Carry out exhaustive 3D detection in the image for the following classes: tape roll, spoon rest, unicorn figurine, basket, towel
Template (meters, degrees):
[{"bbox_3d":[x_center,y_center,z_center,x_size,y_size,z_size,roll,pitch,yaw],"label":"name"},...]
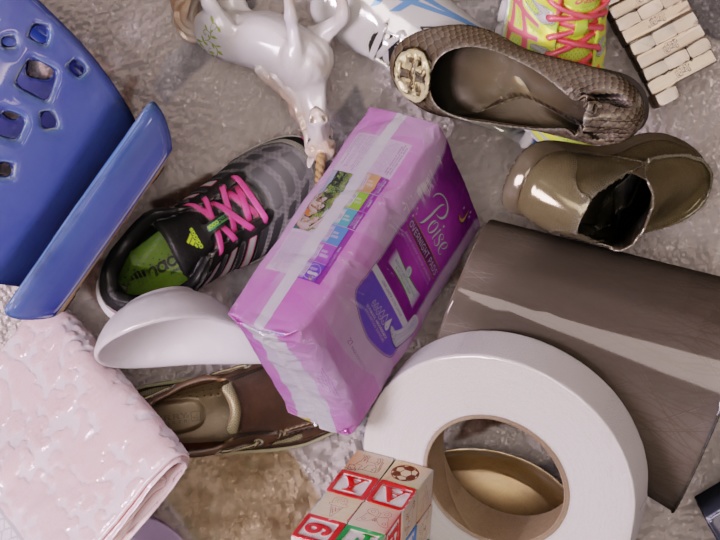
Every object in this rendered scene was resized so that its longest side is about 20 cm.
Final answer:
[{"bbox_3d":[0.100,0.137,1.445,0.201,0.037,0.204,12,121,20],"label":"tape roll"},{"bbox_3d":[-0.092,0.040,1.475,0.199,0.099,0.061,-12,71,-24],"label":"spoon rest"},{"bbox_3d":[-0.061,-0.162,1.487,0.200,0.074,0.138,37,134,35],"label":"unicorn figurine"},{"bbox_3d":[0.162,0.052,1.467,0.199,0.136,0.181,23,120,7],"label":"basket"},{"bbox_3d":[-0.233,0.143,1.491,0.191,0.032,0.200,-49,52,4],"label":"towel"}]

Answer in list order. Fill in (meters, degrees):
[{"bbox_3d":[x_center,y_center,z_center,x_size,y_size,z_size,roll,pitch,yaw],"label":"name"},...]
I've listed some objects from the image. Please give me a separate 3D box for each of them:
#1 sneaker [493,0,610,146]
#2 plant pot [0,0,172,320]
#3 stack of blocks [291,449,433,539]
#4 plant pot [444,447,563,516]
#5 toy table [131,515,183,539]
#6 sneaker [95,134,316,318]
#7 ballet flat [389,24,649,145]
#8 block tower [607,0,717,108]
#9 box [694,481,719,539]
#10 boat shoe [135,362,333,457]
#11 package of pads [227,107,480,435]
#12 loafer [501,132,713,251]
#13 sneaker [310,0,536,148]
[{"bbox_3d":[0.137,-0.175,1.423,0.078,0.090,0.201,-12,99,-18],"label":"sneaker"},{"bbox_3d":[-0.241,-0.078,1.453,0.179,0.200,0.201,35,86,-6],"label":"plant pot"},{"bbox_3d":[0.000,0.243,1.456,0.058,0.115,0.201,13,120,19],"label":"stack of blocks"},{"bbox_3d":[0.081,0.229,1.532,0.198,0.027,0.202,0,93,4],"label":"plant pot"},{"bbox_3d":[-0.148,0.280,1.485,0.183,0.117,0.201,-19,100,-14],"label":"toy table"},{"bbox_3d":[-0.110,-0.027,1.503,0.199,0.087,0.074,-34,90,3],"label":"sneaker"},{"bbox_3d":[0.099,-0.121,1.408,0.199,0.046,0.068,17,121,30],"label":"ballet flat"},{"bbox_3d":[0.189,-0.217,1.493,0.058,0.054,0.201,-27,91,5],"label":"block tower"},{"bbox_3d":[0.350,0.213,1.474,0.147,0.104,0.201,-30,90,5],"label":"box"},{"bbox_3d":[-0.083,0.102,1.512,0.201,0.075,0.075,-15,91,4],"label":"boat shoe"},{"bbox_3d":[0.000,0.000,1.440,0.075,0.121,0.201,16,59,32],"label":"package of pads"},{"bbox_3d":[0.181,-0.048,1.442,0.067,0.199,0.076,45,126,35],"label":"loafer"},{"bbox_3d":[0.053,-0.152,1.489,0.199,0.073,0.072,26,130,1],"label":"sneaker"}]
